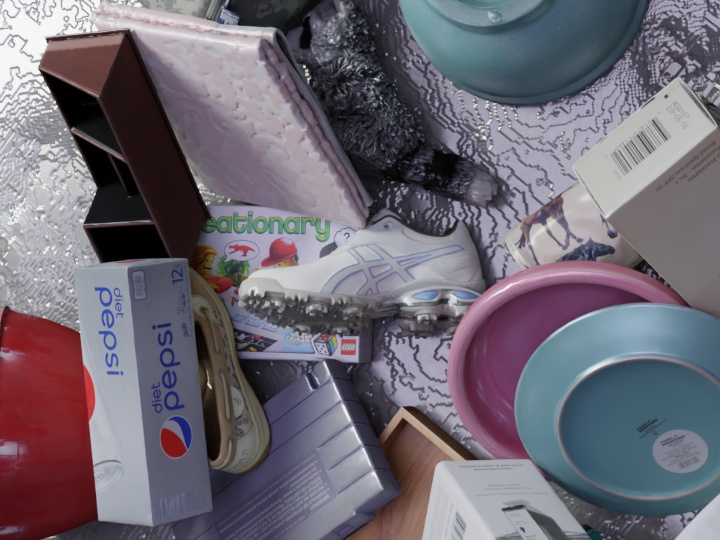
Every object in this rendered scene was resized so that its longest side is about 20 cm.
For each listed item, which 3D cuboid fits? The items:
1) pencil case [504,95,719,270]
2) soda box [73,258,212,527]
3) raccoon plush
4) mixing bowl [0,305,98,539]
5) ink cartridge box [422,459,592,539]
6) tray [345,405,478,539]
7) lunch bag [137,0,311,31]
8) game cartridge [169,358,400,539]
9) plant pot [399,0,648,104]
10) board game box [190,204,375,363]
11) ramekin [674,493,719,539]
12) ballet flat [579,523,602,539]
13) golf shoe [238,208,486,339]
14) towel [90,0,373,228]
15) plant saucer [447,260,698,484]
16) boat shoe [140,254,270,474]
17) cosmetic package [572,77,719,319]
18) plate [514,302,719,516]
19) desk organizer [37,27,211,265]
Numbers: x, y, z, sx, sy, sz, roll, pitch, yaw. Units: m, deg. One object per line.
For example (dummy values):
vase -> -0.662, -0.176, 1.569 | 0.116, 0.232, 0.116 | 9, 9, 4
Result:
pencil case -> 0.213, -0.048, 1.433 | 0.200, 0.078, 0.089 | -36, 94, 14
soda box -> -0.167, 0.092, 1.449 | 0.068, 0.063, 0.200 | 0, 97, 43
raccoon plush -> 0.027, -0.141, 1.512 | 0.200, 0.097, 0.134 | 21, 81, -10
mixing bowl -> -0.240, 0.131, 1.531 | 0.108, 0.200, 0.200 | 4, 89, -5
ink cartridge box -> 0.114, 0.249, 1.373 | 0.083, 0.200, 0.147 | 0, 115, -20
tray -> 0.016, 0.217, 1.511 | 0.099, 0.037, 0.200 | 39, 99, 16
lunch bag -> -0.120, -0.271, 1.501 | 0.200, 0.139, 0.168 | 39, 99, 27
game cartridge -> -0.067, 0.178, 1.511 | 0.200, 0.038, 0.130 | -38, 65, 24
plant pot -> 0.112, -0.234, 1.438 | 0.200, 0.134, 0.201 | -1, 88, 17
board game box -> -0.088, 0.010, 1.551 | 0.200, 0.035, 0.126 | 1, 88, 18
ramekin -> 0.271, 0.233, 1.347 | 0.098, 0.200, 0.201 | 41, 100, 23
ballet flat -> 0.162, 0.296, 1.447 | 0.069, 0.069, 0.200 | -8, 85, 17
golf shoe -> 0.000, 0.000, 1.479 | 0.200, 0.078, 0.097 | 2, 71, -18
towel -> -0.097, -0.122, 1.459 | 0.191, 0.200, 0.032 | 14, 57, 39
plant saucer -> 0.167, 0.071, 1.418 | 0.200, 0.051, 0.201 | 5, 124, 7
boat shoe -> -0.137, 0.069, 1.508 | 0.073, 0.063, 0.200 | -37, 71, 17
cosmetic package -> 0.253, -0.034, 1.357 | 0.104, 0.200, 0.073 | -41, 36, 13
plate -> 0.213, 0.111, 1.393 | 0.200, 0.026, 0.200 | 4, 124, 7
desk organizer -> -0.187, -0.084, 1.465 | 0.072, 0.200, 0.077 | -3, 45, 18
